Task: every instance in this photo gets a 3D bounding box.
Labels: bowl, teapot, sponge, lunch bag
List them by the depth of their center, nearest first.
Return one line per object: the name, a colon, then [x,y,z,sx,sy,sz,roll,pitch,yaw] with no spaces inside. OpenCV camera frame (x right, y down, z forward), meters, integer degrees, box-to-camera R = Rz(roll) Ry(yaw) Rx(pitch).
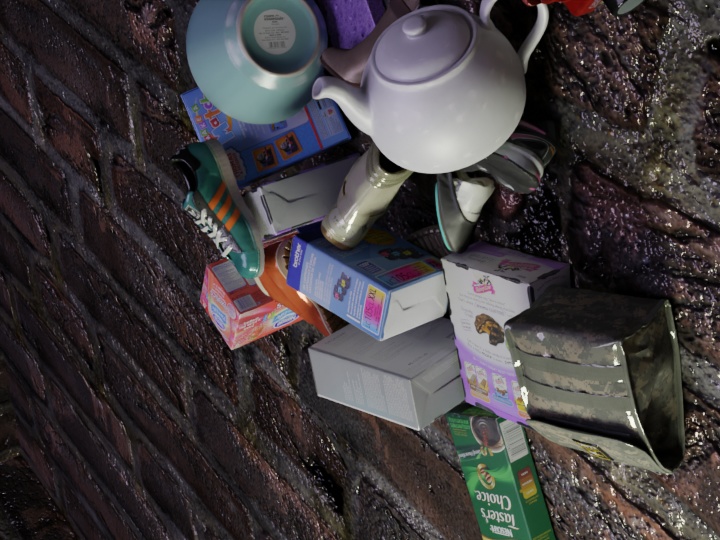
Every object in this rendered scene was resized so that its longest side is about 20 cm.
teapot: [0.083,-0.216,1.349,0.195,0.201,0.147,12,148,30]
lunch bag: [0.265,0.132,1.388,0.163,0.117,0.202,9,124,46]
sponge: [0.004,-0.296,1.628,0.111,0.030,0.203,-14,96,59]
bowl: [-0.121,-0.301,1.648,0.105,0.199,0.203,-7,104,67]

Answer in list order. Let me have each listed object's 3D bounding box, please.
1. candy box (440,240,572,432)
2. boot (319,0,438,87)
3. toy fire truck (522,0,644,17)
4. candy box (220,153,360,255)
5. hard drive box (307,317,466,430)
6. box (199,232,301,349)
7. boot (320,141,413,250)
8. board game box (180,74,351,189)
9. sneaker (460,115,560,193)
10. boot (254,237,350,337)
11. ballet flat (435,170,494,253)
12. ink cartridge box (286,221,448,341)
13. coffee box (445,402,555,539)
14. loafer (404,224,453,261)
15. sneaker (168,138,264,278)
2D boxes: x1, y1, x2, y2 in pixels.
candy box: [0.188,0.080,1.531,0.167,0.071,0.203,19,126,53]
boot: [0.036,-0.282,1.528,0.200,0.070,0.148,39,119,37]
toy fire truck: [0.191,-0.309,1.137,0.130,0.198,0.176,60,150,11]
candy box: [-0.102,-0.092,1.785,0.199,0.166,0.072,-17,94,61]
hard drive box: [0.054,0.123,1.671,0.199,0.155,0.078,14,123,46]
box: [-0.131,0.022,1.890,0.103,0.198,0.095,52,147,23]
boot: [0.033,-0.132,1.567,0.072,0.201,0.155,34,133,-2]
board game box: [-0.131,-0.213,1.749,0.037,0.198,0.153,8,-121,-88]
sneaker: [0.146,-0.159,1.432,0.199,0.086,0.081,32,161,33]
boot: [-0.072,0.035,1.751,0.106,0.075,0.201,-9,128,46]
ballet flat: [0.120,-0.121,1.511,0.068,0.068,0.203,-6,100,37]
ink cartridge box: [0.000,0.000,1.596,0.199,0.136,0.077,28,120,33]
coffee box: [0.189,0.282,1.690,0.122,0.044,0.203,-1,108,59]
loafer: [0.080,-0.002,1.665,0.200,0.068,0.076,-40,76,43]
sneaker: [-0.196,-0.075,1.684,0.202,0.079,0.071,66,150,8]
